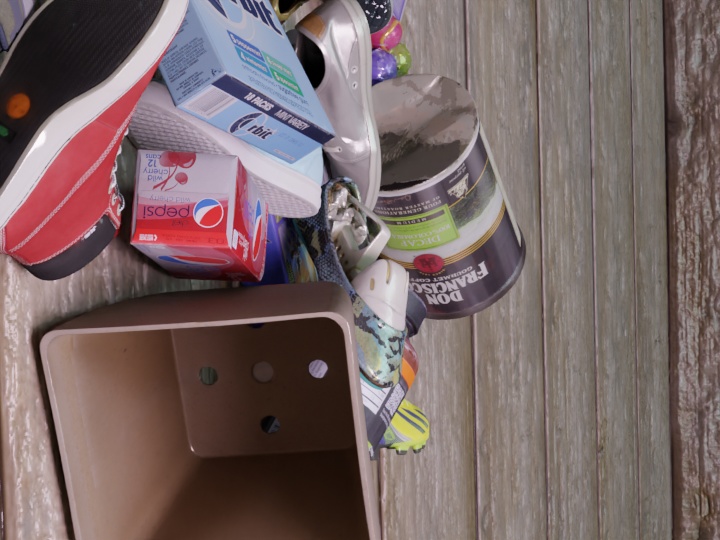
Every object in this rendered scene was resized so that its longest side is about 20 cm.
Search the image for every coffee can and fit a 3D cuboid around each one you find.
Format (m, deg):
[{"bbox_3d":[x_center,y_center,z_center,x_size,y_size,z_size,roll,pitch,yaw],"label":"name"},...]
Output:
[{"bbox_3d":[0.066,-0.069,1.526,0.200,0.146,0.147,64,33,-48],"label":"coffee can"}]

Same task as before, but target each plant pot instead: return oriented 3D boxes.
[{"bbox_3d":[-0.083,0.102,1.092,0.177,0.199,0.200,-64,149,-72],"label":"plant pot"}]

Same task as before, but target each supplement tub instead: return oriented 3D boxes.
[{"bbox_3d":[-0.023,0.098,1.272,0.200,0.107,0.107,-59,148,-20],"label":"supplement tub"}]

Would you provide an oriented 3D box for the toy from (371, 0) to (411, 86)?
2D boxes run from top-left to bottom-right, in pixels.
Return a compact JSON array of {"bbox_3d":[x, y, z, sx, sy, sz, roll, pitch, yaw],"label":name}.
[{"bbox_3d":[0.023,-0.226,1.553,0.115,0.047,0.200,55,39,-53],"label":"toy"}]

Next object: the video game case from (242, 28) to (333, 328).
[{"bbox_3d":[-0.060,-0.080,1.335,0.181,0.045,0.200,-56,140,-56],"label":"video game case"}]

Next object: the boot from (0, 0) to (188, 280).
[{"bbox_3d":[-0.158,-0.087,0.957,0.200,0.072,0.144,-51,156,1],"label":"boot"}]

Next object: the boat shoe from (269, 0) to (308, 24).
[{"bbox_3d":[-0.063,-0.243,1.300,0.200,0.068,0.072,-65,146,-50],"label":"boat shoe"}]

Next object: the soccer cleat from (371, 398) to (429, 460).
[{"bbox_3d":[0.015,0.124,1.414,0.200,0.065,0.084,4,83,-68],"label":"soccer cleat"}]

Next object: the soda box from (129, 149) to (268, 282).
[{"bbox_3d":[-0.108,-0.034,1.096,0.200,0.070,0.064,71,22,-82],"label":"soda box"}]

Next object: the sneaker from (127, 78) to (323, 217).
[{"bbox_3d":[-0.100,-0.108,1.167,0.200,0.074,0.082,32,57,-50],"label":"sneaker"}]

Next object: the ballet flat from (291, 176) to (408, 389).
[{"bbox_3d":[0.000,0.000,1.219,0.200,0.074,0.074,64,2,39],"label":"ballet flat"}]

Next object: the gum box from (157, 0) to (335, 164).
[{"bbox_3d":[-0.107,-0.182,1.085,0.200,0.045,0.170,64,17,18],"label":"gum box"}]

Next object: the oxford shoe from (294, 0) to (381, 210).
[{"bbox_3d":[-0.022,-0.130,1.303,0.058,0.075,0.200,-22,128,-22],"label":"oxford shoe"}]

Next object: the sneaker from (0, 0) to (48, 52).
[{"bbox_3d":[-0.208,-0.162,0.941,0.200,0.074,0.081,28,77,-63],"label":"sneaker"}]

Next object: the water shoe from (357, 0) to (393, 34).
[{"bbox_3d":[-0.026,-0.309,1.431,0.079,0.071,0.200,-109,-177,-59],"label":"water shoe"}]
